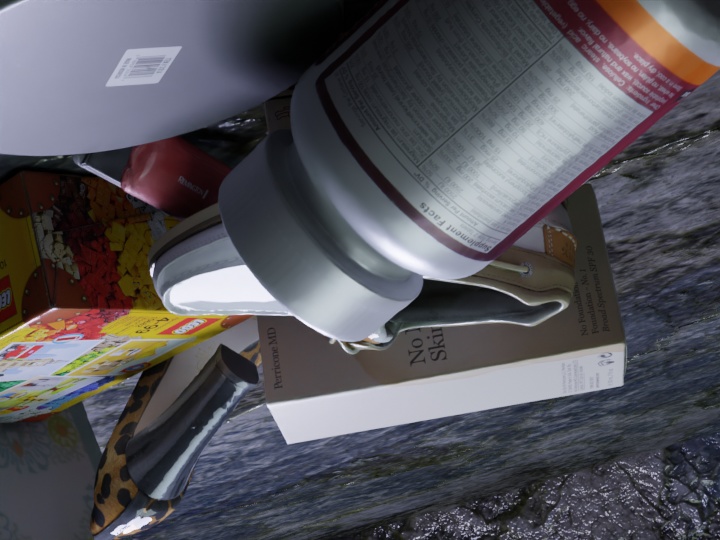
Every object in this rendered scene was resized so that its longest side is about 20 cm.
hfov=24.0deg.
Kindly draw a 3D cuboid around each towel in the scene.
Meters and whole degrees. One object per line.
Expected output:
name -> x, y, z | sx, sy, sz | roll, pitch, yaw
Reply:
towel -> -0.232, 0.118, 1.020 | 0.171, 0.200, 0.048 | 5, 142, -48

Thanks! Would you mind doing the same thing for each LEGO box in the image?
LEGO box -> -0.182, 0.021, 0.939 | 0.200, 0.077, 0.149 | -26, 161, 37

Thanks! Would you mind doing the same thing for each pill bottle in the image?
pill bottle -> 0.043, -0.066, 0.674 | 0.200, 0.110, 0.110 | -41, 155, 23

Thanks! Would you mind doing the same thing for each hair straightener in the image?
hair straightener -> -0.079, -0.045, 0.858 | 0.077, 0.041, 0.200 | 28, -175, 31

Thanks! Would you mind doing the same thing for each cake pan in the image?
cake pan -> -0.093, -0.096, 0.670 | 0.200, 0.037, 0.200 | -14, 165, -4

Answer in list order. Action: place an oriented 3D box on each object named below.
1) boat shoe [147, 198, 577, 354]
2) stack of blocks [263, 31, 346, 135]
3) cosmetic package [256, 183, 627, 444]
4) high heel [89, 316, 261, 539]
boat shoe -> 0.000, 0.000, 0.780 | 0.200, 0.068, 0.075 | -10, 156, 6
stack of blocks -> 0.017, -0.045, 0.844 | 0.115, 0.059, 0.200 | -8, 157, 0
cosmetic package -> 0.044, 0.026, 0.963 | 0.200, 0.104, 0.073 | -11, 155, 2
high heel -> -0.115, 0.075, 1.033 | 0.143, 0.071, 0.200 | -50, -166, 15
